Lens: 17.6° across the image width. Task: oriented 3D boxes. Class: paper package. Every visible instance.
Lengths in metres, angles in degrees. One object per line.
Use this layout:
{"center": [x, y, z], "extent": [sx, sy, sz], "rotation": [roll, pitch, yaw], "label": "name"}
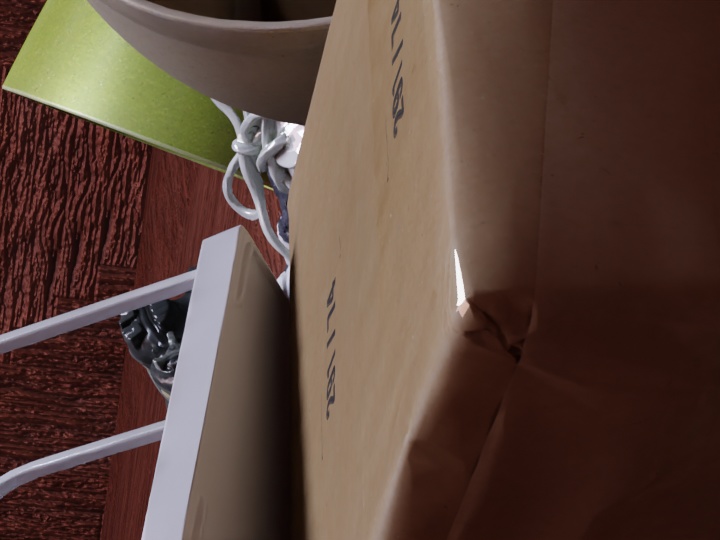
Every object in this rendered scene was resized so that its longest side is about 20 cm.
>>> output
{"center": [0.047, 0.000, 0.548], "extent": [0.191, 0.103, 0.201], "rotation": [107, 167, -46], "label": "paper package"}

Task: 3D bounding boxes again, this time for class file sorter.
{"center": [-0.047, 0.121, 0.651], "extent": [0.200, 0.124, 0.139], "rotation": [59, -158, -31], "label": "file sorter"}

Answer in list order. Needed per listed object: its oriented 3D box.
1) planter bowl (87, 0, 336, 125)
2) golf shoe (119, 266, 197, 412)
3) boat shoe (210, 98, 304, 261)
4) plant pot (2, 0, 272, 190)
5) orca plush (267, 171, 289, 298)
{"center": [0.000, -0.124, 0.728], "extent": [0.135, 0.199, 0.201], "rotation": [67, -158, -60], "label": "planter bowl"}
{"center": [-0.024, 0.077, 0.860], "extent": [0.200, 0.077, 0.095], "rotation": [-118, 4, -53], "label": "golf shoe"}
{"center": [-0.015, -0.052, 0.808], "extent": [0.075, 0.086, 0.203], "rotation": [113, 163, -59], "label": "boat shoe"}
{"center": [-0.065, -0.156, 1.209], "extent": [0.187, 0.186, 0.201], "rotation": [-153, 84, -80], "label": "plant pot"}
{"center": [0.000, 0.000, 0.933], "extent": [0.071, 0.105, 0.200], "rotation": [-45, -34, -17], "label": "orca plush"}
